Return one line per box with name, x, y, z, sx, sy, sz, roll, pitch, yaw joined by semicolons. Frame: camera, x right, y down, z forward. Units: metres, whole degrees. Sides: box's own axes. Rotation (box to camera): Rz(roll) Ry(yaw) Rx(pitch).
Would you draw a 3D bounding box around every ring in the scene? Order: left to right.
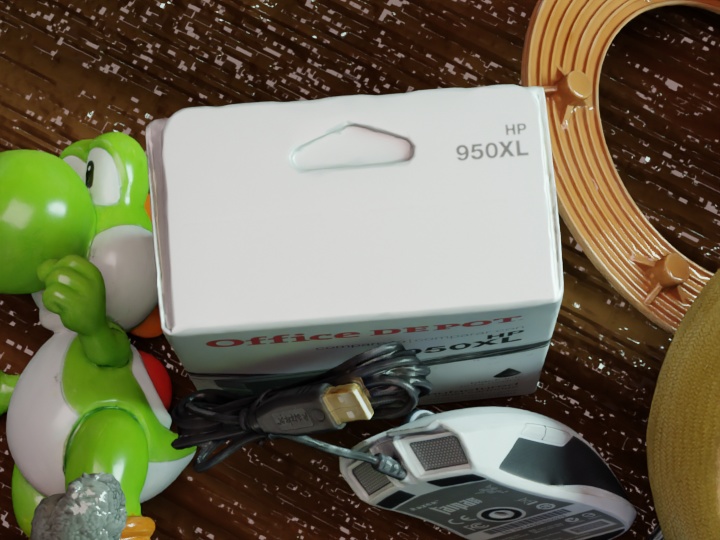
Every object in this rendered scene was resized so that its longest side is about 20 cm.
ring;0.155;-0.056;0.865;0.200;0.019;0.201;13;63;-26

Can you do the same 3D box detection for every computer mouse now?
computer mouse;0.031;0.070;0.823;0.110;0.200;0.044;-23;58;38

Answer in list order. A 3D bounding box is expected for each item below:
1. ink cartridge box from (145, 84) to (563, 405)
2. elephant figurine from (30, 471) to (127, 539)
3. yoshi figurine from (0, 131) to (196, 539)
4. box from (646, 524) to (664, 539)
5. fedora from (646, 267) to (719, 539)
ink cartridge box;0.000;0.000;0.816;0.145;0.200;0.084;-6;77;1
elephant figurine;-0.116;0.205;0.788;0.200;0.155;0.142;-39;55;0
yoshi figurine;-0.133;0.034;0.863;0.112;0.112;0.200;-2;74;8
box;0.217;0.149;0.854;0.200;0.049;0.161;39;78;9
fedora;0.209;0.065;0.796;0.200;0.082;0.201;0;89;18
